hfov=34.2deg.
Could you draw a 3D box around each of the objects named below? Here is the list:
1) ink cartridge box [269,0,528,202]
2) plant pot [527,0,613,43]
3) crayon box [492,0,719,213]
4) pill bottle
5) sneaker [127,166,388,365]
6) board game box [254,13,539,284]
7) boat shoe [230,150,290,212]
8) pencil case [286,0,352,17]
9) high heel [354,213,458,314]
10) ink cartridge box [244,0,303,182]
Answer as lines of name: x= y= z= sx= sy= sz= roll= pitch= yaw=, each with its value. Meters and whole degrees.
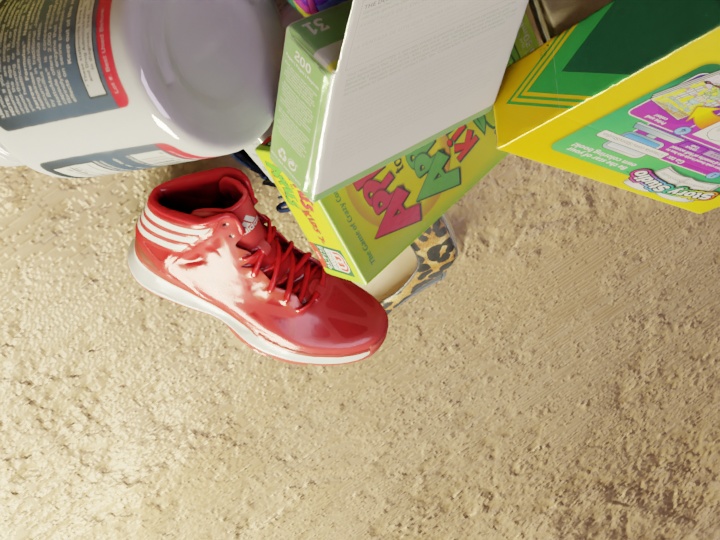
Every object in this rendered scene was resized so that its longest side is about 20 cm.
ink cartridge box: x=0.030 y=-0.138 z=0.617 sx=0.145 sy=0.048 sz=0.200 roll=-29 pitch=153 yaw=-28
plant pot: x=0.195 y=-0.209 z=0.766 sx=0.177 sy=0.200 sz=0.200 roll=-20 pitch=156 yaw=8
crayon box: x=0.210 y=-0.106 z=0.714 sx=0.200 sy=0.058 sz=0.172 roll=13 pitch=156 yaw=-35
pill bottle: x=-0.152 y=-0.116 z=0.677 sx=0.119 sy=0.200 sz=0.120 roll=5 pitch=84 yaw=-51
sneaker: x=-0.066 y=-0.002 z=0.822 sx=0.199 sy=0.079 sz=0.116 roll=17 pitch=149 yaw=-6
board game box: x=0.038 y=-0.095 z=0.760 sx=0.200 sy=0.048 sz=0.102 roll=-43 pitch=122 yaw=-22
boat shoe: x=-0.057 y=-0.082 z=0.829 sx=0.200 sy=0.069 sz=0.084 roll=21 pitch=125 yaw=-41
pencil case: x=-0.046 y=-0.217 z=0.655 sx=0.088 sy=0.200 sz=0.089 roll=-29 pitch=148 yaw=-20
high heel: x=0.000 y=0.000 z=0.894 sx=0.142 sy=0.071 sz=0.200 roll=-31 pitch=157 yaw=-9
ink cartridge box: x=0.009 y=-0.131 z=0.788 sx=0.200 sy=0.044 sz=0.174 roll=-52 pitch=126 yaw=-16
